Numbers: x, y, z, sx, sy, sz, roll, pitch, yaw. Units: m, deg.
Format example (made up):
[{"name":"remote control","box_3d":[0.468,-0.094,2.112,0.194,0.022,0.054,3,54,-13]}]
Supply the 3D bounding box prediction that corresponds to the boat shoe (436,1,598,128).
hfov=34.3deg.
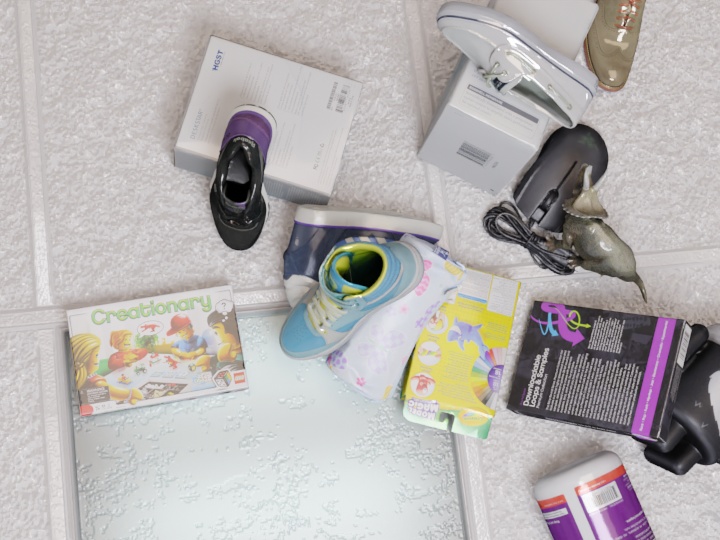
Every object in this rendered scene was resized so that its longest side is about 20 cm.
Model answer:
[{"name":"boat shoe","box_3d":[0.168,-0.226,1.283,0.199,0.074,0.067,26,74,-3]}]

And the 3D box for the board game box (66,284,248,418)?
[{"name":"board game box","box_3d":[-0.240,0.095,1.384,0.199,0.035,0.127,-9,79,-10]}]

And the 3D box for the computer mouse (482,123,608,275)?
[{"name":"computer mouse","box_3d":[0.259,-0.106,1.489,0.138,0.053,0.201,30,76,0]}]

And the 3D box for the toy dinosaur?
[{"name":"toy dinosaur","box_3d":[0.290,-0.028,1.419,0.077,0.102,0.201,-34,100,-15]}]

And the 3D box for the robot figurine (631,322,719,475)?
[{"name":"robot figurine","box_3d":[0.422,0.155,1.418,0.200,0.151,0.125,-42,63,-14]}]

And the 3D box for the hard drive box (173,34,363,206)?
[{"name":"hard drive box","box_3d":[-0.114,-0.180,1.439,0.199,0.077,0.157,18,76,-5]}]

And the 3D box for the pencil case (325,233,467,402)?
[{"name":"pencil case","box_3d":[0.042,0.055,1.380,0.090,0.083,0.201,31,95,-13]}]

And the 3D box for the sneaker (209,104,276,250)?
[{"name":"sneaker","box_3d":[-0.146,-0.088,1.354,0.075,0.201,0.088,10,42,1]}]

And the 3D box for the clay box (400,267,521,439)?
[{"name":"clay box","box_3d":[0.120,0.098,1.428,0.114,0.048,0.201,15,78,-5]}]

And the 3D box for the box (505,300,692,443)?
[{"name":"box","box_3d":[0.283,0.117,1.395,0.199,0.036,0.144,8,73,35]}]

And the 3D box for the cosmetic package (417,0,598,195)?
[{"name":"cosmetic package","box_3d":[0.175,-0.228,1.427,0.122,0.199,0.201,26,76,-2]}]

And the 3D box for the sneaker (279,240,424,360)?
[{"name":"sneaker","box_3d":[-0.033,0.029,1.296,0.200,0.130,0.080,-39,73,16]}]

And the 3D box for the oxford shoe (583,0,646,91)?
[{"name":"oxford shoe","box_3d":[0.340,-0.338,1.538,0.070,0.075,0.202,8,77,-7]}]

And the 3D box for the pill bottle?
[{"name":"pill bottle","box_3d":[0.290,0.322,1.372,0.112,0.112,0.201,-21,82,-12]}]

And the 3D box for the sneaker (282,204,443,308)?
[{"name":"sneaker","box_3d":[0.000,0.000,1.428,0.199,0.081,0.148,4,99,-24]}]
